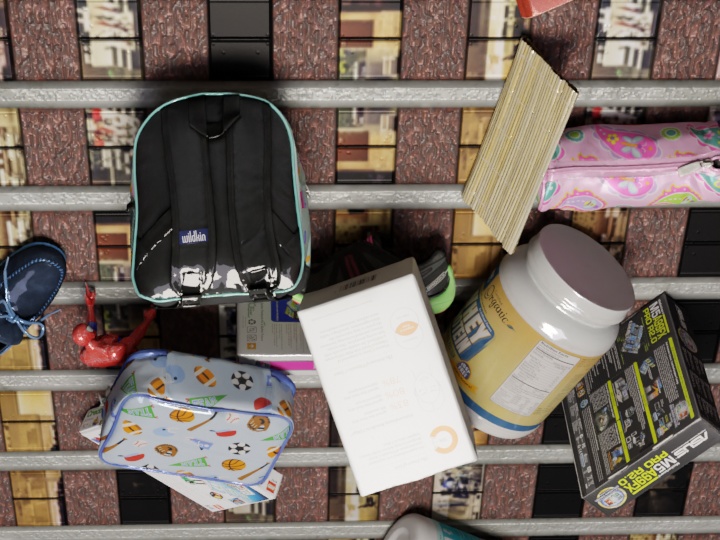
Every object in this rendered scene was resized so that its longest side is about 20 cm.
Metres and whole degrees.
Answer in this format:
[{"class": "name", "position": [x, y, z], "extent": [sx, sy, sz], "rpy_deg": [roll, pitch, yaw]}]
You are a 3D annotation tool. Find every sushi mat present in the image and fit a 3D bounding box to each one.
[{"class": "sushi mat", "position": [0.153, -0.121, 1.667], "extent": [0.012, 0.096, 0.201], "rpy_deg": [-11, 136, -35]}]

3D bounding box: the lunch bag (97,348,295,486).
[{"class": "lunch bag", "position": [-0.175, 0.157, 1.767], "extent": [0.199, 0.076, 0.160], "rpy_deg": [13, 140, -16]}]

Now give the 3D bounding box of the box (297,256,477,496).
[{"class": "box", "position": [0.028, 0.106, 1.708], "extent": [0.124, 0.098, 0.201], "rpy_deg": [-18, 99, 5]}]

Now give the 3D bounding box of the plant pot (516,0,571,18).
[{"class": "plant pot", "position": [0.190, -0.358, 1.422], "extent": [0.199, 0.200, 0.177], "rpy_deg": [-22, 116, 14]}]

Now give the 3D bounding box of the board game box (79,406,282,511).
[{"class": "board game box", "position": [-0.201, 0.207, 1.909], "extent": [0.200, 0.035, 0.126], "rpy_deg": [36, 147, -27]}]

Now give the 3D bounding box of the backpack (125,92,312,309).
[{"class": "backpack", "position": [-0.136, -0.069, 1.640], "extent": [0.175, 0.153, 0.201], "rpy_deg": [-5, 92, 3]}]

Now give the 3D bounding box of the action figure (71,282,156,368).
[{"class": "action figure", "position": [-0.234, 0.074, 1.812], "extent": [0.065, 0.100, 0.200], "rpy_deg": [-9, 157, 33]}]

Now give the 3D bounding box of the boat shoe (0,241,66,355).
[{"class": "boat shoe", "position": [-0.371, 0.055, 1.788], "extent": [0.084, 0.069, 0.200], "rpy_deg": [27, 122, -23]}]

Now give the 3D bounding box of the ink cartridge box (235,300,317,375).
[{"class": "ink cartridge box", "position": [-0.033, 0.068, 1.802], "extent": [0.199, 0.095, 0.037], "rpy_deg": [-2, 129, -2]}]

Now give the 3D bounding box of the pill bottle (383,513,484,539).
[{"class": "pill bottle", "position": [0.125, 0.375, 2.048], "extent": [0.199, 0.111, 0.111], "rpy_deg": [25, 123, -21]}]

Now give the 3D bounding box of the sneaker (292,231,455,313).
[{"class": "sneaker", "position": [0.000, 0.000, 1.777], "extent": [0.199, 0.077, 0.084], "rpy_deg": [2, 97, 1]}]

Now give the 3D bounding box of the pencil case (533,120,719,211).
[{"class": "pencil case", "position": [0.269, -0.104, 1.687], "extent": [0.199, 0.088, 0.088], "rpy_deg": [-2, 129, 1]}]

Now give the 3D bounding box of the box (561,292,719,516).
[{"class": "box", "position": [0.294, 0.141, 1.813], "extent": [0.160, 0.200, 0.044], "rpy_deg": [-39, 122, 24]}]

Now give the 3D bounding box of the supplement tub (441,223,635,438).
[{"class": "supplement tub", "position": [0.179, 0.064, 1.780], "extent": [0.144, 0.145, 0.200], "rpy_deg": [24, 123, -21]}]
